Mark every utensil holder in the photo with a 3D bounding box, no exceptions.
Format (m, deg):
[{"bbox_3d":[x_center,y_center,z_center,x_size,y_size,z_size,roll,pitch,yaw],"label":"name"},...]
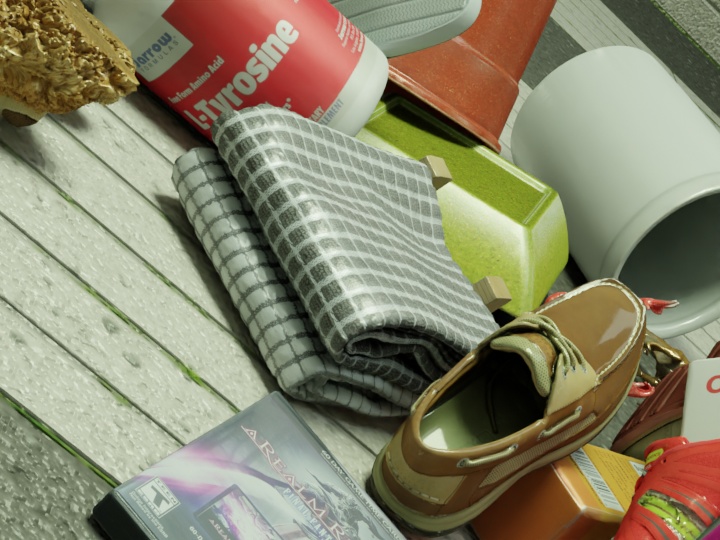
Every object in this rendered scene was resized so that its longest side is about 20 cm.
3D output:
[{"bbox_3d":[0.239,-0.069,1.625,0.169,0.170,0.201,28,24,-44],"label":"utensil holder"}]

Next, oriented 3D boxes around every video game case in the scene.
[{"bbox_3d":[-0.030,0.132,0.859,0.143,0.019,0.200,49,19,5],"label":"video game case"}]

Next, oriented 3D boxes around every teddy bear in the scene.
[{"bbox_3d":[-0.186,-0.137,1.012,0.200,0.067,0.145,51,9,32],"label":"teddy bear"}]

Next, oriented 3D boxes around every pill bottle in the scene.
[{"bbox_3d":[-0.088,-0.149,1.152,0.200,0.112,0.113,40,20,-19],"label":"pill bottle"}]

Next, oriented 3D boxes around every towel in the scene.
[{"bbox_3d":[0.000,0.000,1.086,0.199,0.086,0.166,17,36,-56],"label":"towel"}]

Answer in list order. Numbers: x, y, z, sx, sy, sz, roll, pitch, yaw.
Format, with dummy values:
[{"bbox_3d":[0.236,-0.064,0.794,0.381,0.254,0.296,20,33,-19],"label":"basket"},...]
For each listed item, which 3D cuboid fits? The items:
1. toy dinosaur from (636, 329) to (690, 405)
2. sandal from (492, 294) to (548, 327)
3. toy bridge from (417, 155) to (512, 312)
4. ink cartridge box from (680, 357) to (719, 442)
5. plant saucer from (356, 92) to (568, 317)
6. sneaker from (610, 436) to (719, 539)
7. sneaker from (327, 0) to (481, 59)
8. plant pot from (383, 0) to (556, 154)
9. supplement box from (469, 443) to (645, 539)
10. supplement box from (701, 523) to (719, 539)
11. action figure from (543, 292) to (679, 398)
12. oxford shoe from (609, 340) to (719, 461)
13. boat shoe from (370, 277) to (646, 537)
[{"bbox_3d":[0.272,0.106,1.504,0.201,0.060,0.106,53,18,16],"label":"toy dinosaur"},{"bbox_3d":[0.107,0.019,1.338,0.075,0.048,0.201,44,19,-6],"label":"sandal"},{"bbox_3d":[0.060,0.026,1.183,0.027,0.067,0.201,6,55,-61],"label":"toy bridge"},{"bbox_3d":[0.272,0.163,1.098,0.146,0.146,0.201,41,51,-42],"label":"ink cartridge box"},{"bbox_3d":[0.056,-0.058,1.302,0.199,0.048,0.200,32,18,5],"label":"plant saucer"},{"bbox_3d":[0.167,0.135,1.021,0.085,0.199,0.077,57,-8,31],"label":"sneaker"},{"bbox_3d":[-0.004,-0.160,1.257,0.071,0.198,0.074,30,60,-55],"label":"sneaker"},{"bbox_3d":[0.065,-0.220,1.406,0.200,0.196,0.201,30,1,-1],"label":"plant pot"},{"bbox_3d":[0.141,0.150,1.122,0.199,0.067,0.069,24,27,-51],"label":"supplement box"},{"bbox_3d":[0.196,0.193,0.945,0.103,0.200,0.102,17,33,-53],"label":"supplement box"},{"bbox_3d":[0.178,0.054,1.307,0.098,0.066,0.200,7,-5,23],"label":"action figure"},{"bbox_3d":[0.230,0.103,1.266,0.075,0.071,0.200,43,-26,-1],"label":"oxford shoe"},{"bbox_3d":[0.089,0.064,1.017,0.076,0.074,0.200,39,54,18],"label":"boat shoe"}]
